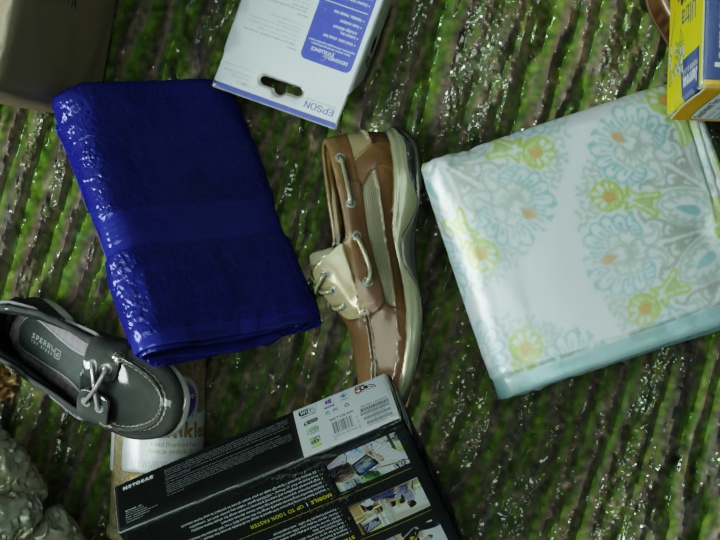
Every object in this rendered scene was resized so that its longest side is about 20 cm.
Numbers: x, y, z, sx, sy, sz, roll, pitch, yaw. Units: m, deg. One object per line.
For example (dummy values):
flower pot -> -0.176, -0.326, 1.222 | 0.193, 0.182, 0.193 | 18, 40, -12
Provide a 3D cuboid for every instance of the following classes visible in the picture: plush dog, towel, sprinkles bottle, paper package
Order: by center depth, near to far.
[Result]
paper package -> -0.239, -0.208, 1.034 | 0.103, 0.200, 0.191 | 11, 92, 8
towel -> 0.160, -0.022, 1.040 | 0.200, 0.048, 0.171 | -18, 85, -3
towel -> -0.122, -0.035, 1.044 | 0.050, 0.148, 0.200 | -38, 66, 46
plush dog -> -0.254, 0.178, 1.062 | 0.160, 0.200, 0.172 | -47, 111, -27
sprinkles bottle -> -0.142, 0.091, 1.085 | 0.068, 0.068, 0.200 | 3, 90, 8

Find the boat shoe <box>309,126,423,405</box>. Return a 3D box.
boat shoe -> 0.000, 0.000, 1.056 | 0.074, 0.076, 0.200 | 2, 81, -13

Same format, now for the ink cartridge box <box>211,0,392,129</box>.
ink cartridge box -> -0.025, -0.206, 1.086 | 0.099, 0.039, 0.200 | 21, 91, 7

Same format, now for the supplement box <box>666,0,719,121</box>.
supplement box -> 0.303, -0.153, 0.963 | 0.200, 0.109, 0.110 | 3, 86, 0

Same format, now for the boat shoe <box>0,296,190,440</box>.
boat shoe -> -0.198, 0.068, 1.051 | 0.200, 0.057, 0.067 | 23, 104, 41

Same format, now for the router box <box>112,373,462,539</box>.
router box -> -0.044, 0.170, 1.032 | 0.200, 0.051, 0.149 | -22, 126, 3

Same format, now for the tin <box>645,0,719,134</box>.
tin -> 0.274, -0.159, 1.037 | 0.112, 0.042, 0.200 | -30, 85, -6
